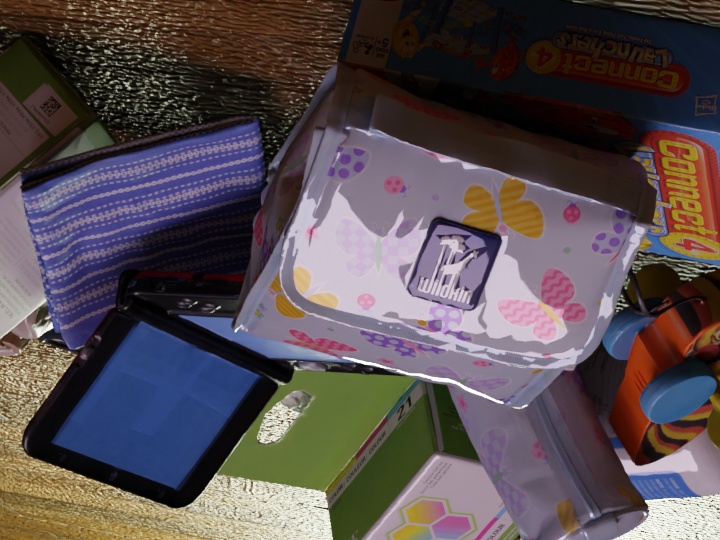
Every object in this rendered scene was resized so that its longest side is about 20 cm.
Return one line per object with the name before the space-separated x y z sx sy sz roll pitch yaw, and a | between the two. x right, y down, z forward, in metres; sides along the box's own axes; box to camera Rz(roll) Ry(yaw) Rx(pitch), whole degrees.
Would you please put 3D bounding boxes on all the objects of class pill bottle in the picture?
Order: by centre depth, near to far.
pill bottle | 0.190 0.094 1.785 0.200 0.112 0.112 -7 154 30

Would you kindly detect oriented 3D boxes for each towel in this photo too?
towel | -0.122 -0.020 1.637 0.145 0.024 0.200 -15 153 -6

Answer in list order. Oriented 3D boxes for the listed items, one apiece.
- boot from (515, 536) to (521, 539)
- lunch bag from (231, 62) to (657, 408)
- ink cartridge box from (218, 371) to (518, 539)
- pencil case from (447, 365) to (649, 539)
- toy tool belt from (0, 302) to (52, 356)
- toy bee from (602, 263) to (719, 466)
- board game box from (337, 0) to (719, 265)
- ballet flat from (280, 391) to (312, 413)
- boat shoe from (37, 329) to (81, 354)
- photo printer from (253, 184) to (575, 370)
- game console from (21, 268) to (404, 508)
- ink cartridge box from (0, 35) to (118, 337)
boot | 0.119 0.181 2.049 0.073 0.155 0.200 25 175 21
lunch bag | 0.038 -0.017 1.367 0.170 0.127 0.200 17 157 -10
ink cartridge box | 0.013 0.142 1.903 0.200 0.076 0.148 13 134 -27
pencil case | 0.106 0.084 1.709 0.083 0.200 0.091 -17 164 -24
toy tool belt | -0.254 -0.008 1.823 0.123 0.125 0.200 18 -166 14
toy bee | 0.206 0.046 1.634 0.109 0.131 0.200 -22 170 -10
board game box | 0.103 -0.076 1.426 0.196 0.056 0.200 12 163 15
ballet flat | -0.007 0.079 1.984 0.072 0.072 0.200 12 178 13
boat shoe | -0.178 0.062 2.130 0.076 0.060 0.200 -1 157 44
photo printer | 0.037 -0.010 1.594 0.200 0.069 0.166 16 -170 -1
game console | -0.078 0.080 1.686 0.172 0.119 0.200 3 167 29
ink cartridge box | -0.234 -0.025 1.639 0.076 0.200 0.148 48 175 22
